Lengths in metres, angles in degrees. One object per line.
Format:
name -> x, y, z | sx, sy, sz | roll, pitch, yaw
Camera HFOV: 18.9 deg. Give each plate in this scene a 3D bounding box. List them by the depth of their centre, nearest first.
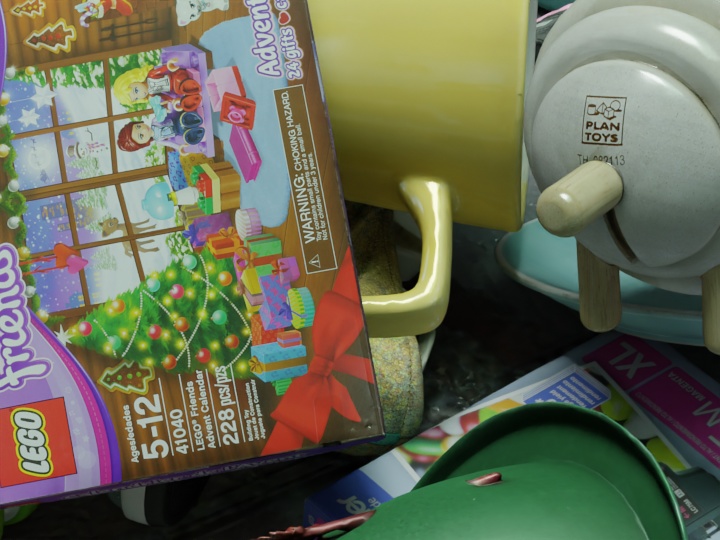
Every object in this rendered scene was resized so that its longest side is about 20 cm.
plate -> 0.154, 0.001, 0.869 | 0.200, 0.026, 0.200 | -1, 15, 0

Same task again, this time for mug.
mug -> -0.011, -0.084, 0.817 | 0.153, 0.150, 0.187 | 4, 33, 5

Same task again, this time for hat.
hat -> -0.030, 0.109, 0.637 | 0.176, 0.200, 0.166 | 18, 45, -31

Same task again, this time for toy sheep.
toy sheep -> 0.120, -0.050, 0.759 | 0.138, 0.138, 0.200 | 23, 33, 22

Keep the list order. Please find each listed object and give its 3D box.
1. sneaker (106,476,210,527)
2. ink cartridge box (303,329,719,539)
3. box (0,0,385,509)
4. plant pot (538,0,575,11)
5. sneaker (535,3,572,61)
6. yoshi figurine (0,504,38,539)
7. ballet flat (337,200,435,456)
sneaker -> -0.105, 0.014, 0.838 | 0.121, 0.084, 0.200 | 10, 34, 2
ink cartridge box -> 0.067, 0.099, 0.788 | 0.200, 0.042, 0.119 | -28, 49, -28
box -> -0.075, -0.027, 0.743 | 0.137, 0.039, 0.200 | -11, 83, 0
plant pot -> 0.155, -0.199, 1.058 | 0.200, 0.141, 0.141 | 29, 48, 18
sneaker -> 0.117, -0.060, 0.917 | 0.095, 0.079, 0.200 | -30, 33, -33
yoshi figurine -> -0.209, 0.081, 0.754 | 0.200, 0.112, 0.112 | -4, 58, -11
ballet flat -> 0.000, 0.000, 0.885 | 0.071, 0.071, 0.200 | 2, 41, -1
